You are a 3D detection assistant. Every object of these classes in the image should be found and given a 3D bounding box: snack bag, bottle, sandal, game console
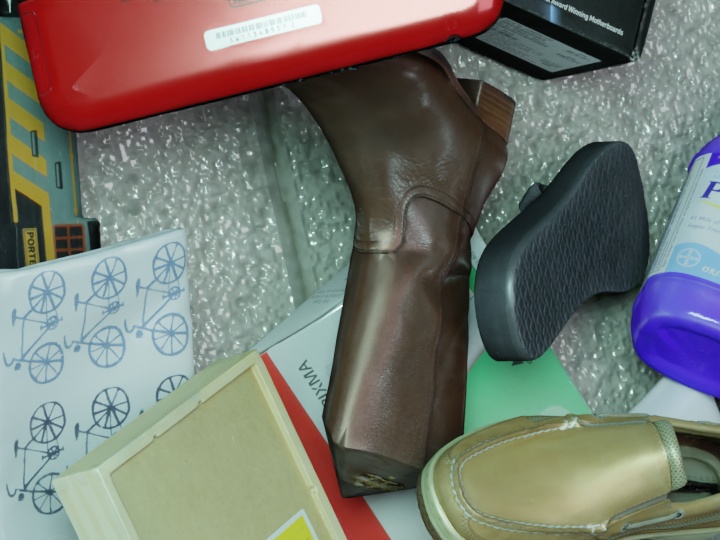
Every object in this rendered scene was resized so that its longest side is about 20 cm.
[{"bbox_3d":[-0.156,0.086,1.112,0.200,0.021,0.189,-12,112,-31],"label":"snack bag"},{"bbox_3d":[0.203,-0.030,1.353,0.083,0.065,0.200,24,56,4],"label":"bottle"},{"bbox_3d":[0.093,-0.015,1.281,0.200,0.043,0.076,-30,116,-59],"label":"sandal"},{"bbox_3d":[-0.049,-0.157,1.146,0.200,0.119,0.173,-14,87,5],"label":"game console"}]

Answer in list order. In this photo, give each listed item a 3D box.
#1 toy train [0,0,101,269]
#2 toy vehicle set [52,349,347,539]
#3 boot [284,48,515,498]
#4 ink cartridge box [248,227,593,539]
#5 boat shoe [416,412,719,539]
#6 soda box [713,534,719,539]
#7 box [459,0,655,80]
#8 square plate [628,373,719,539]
[{"bbox_3d":[-0.172,-0.048,1.152,0.114,0.085,0.200,-3,87,-42],"label":"toy train"},{"bbox_3d":[-0.044,0.148,1.118,0.124,0.026,0.200,-35,103,-52],"label":"toy vehicle set"},{"bbox_3d":[0.000,0.000,1.183,0.186,0.064,0.200,19,81,-49],"label":"boot"},{"bbox_3d":[0.013,0.089,1.265,0.200,0.050,0.161,-41,107,-28],"label":"ink cartridge box"},{"bbox_3d":[0.117,0.091,1.211,0.200,0.076,0.072,-5,72,-40],"label":"boat shoe"},{"bbox_3d":[0.245,0.199,1.341,0.200,0.064,0.068,39,57,-44],"label":"soda box"},{"bbox_3d":[0.054,-0.204,1.283,0.200,0.086,0.164,21,76,-27],"label":"box"},{"bbox_3d":[0.153,0.175,1.306,0.198,0.028,0.200,-40,116,-44],"label":"square plate"}]
